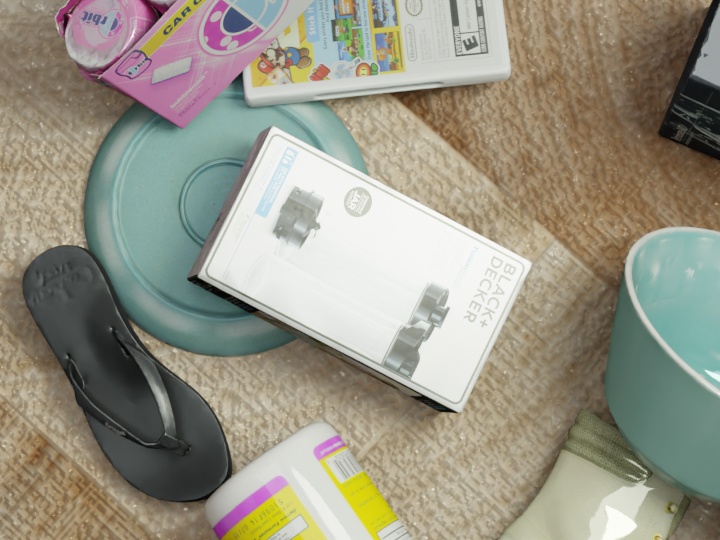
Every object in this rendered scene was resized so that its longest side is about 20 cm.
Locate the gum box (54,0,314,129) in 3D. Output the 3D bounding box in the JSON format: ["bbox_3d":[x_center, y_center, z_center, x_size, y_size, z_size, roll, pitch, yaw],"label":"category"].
[{"bbox_3d":[-0.098,-0.190,1.705,0.200,0.113,0.066,-44,62,8],"label":"gum box"}]

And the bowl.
[{"bbox_3d":[0.238,0.076,1.678,0.200,0.201,0.105,31,121,5],"label":"bowl"}]

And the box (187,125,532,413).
[{"bbox_3d":[0.000,0.000,1.720,0.199,0.060,0.117,29,83,-9],"label":"box"}]

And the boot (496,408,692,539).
[{"bbox_3d":[0.191,0.200,1.706,0.200,0.072,0.155,33,81,5],"label":"boot"}]

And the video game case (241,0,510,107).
[{"bbox_3d":[0.002,-0.217,1.779,0.181,0.023,0.201,-6,74,0],"label":"video game case"}]

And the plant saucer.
[{"bbox_3d":[-0.090,-0.042,1.765,0.199,0.027,0.201,0,82,0],"label":"plant saucer"}]

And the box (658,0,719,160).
[{"bbox_3d":[0.303,-0.117,1.685,0.181,0.200,0.104,24,83,4],"label":"box"}]

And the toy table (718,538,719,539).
[{"bbox_3d":[0.338,0.178,1.656,0.200,0.184,0.117,-35,74,30],"label":"toy table"}]

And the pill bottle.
[{"bbox_3d":[-0.007,0.206,1.689,0.104,0.104,0.200,-35,83,-4],"label":"pill bottle"}]

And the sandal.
[{"bbox_3d":[-0.163,0.075,1.733,0.076,0.043,0.200,-38,86,5],"label":"sandal"}]
